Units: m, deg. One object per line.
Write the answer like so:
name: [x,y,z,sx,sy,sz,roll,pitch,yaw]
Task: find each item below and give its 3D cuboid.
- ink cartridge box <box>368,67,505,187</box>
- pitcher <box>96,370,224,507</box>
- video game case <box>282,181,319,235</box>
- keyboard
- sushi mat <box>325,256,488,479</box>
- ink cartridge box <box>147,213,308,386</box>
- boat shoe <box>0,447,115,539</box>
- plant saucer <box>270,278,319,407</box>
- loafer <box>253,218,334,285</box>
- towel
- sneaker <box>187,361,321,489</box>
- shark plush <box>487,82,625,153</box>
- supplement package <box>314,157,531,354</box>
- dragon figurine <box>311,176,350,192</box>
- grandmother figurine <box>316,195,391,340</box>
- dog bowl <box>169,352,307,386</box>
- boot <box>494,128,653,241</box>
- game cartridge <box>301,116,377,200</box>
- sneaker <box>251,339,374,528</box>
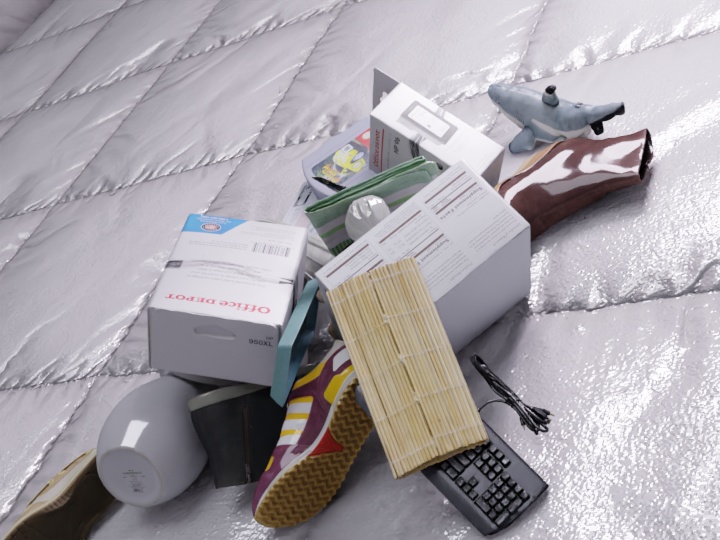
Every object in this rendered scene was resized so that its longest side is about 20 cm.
ink cartridge box: [0.074,-0.149,1.416,0.199,0.116,0.068,35,65,18]
pitcher: [-0.196,0.172,1.300,0.169,0.123,0.200,-9,24,23]
video game case: [-0.029,-0.062,1.548,0.179,0.046,0.201,-11,36,32]
keyboard: [0.098,0.139,1.068,0.127,0.021,0.200,-40,62,-13]
sushi mat: [0.042,0.087,1.079,0.095,0.012,0.202,-21,65,-1]
ink cartridge box: [-0.143,0.028,1.265,0.142,0.085,0.201,7,32,2]
boat shoe: [-0.348,0.283,1.324,0.200,0.074,0.066,-42,19,-21]
plant saucer: [-0.067,0.071,1.221,0.019,0.071,0.200,10,20,3]
loafer: [-0.082,-0.015,1.416,0.199,0.070,0.070,21,82,50]
towel: [0.040,-0.039,1.299,0.151,0.200,0.024,-23,53,7]
sneaker: [-0.085,0.167,1.255,0.198,0.108,0.075,-14,-6,-23]
shark plush: [0.245,-0.199,1.458,0.091,0.084,0.199,-40,31,-15]
supplement package: [0.071,0.015,1.204,0.199,0.156,0.111,-37,64,-11]
dragon figurine: [0.041,-0.077,1.409,0.099,0.200,0.059,-46,-1,39]
grandmother figurine: [0.000,0.000,1.272,0.060,0.201,0.121,37,52,25]
dog bowl: [-0.152,0.065,1.367,0.197,0.059,0.201,5,22,-2]
boot: [0.241,-0.094,1.317,0.165,0.073,0.201,-11,32,35]
game cartridge: [-0.006,-0.140,1.563,0.133,0.041,0.200,-38,31,-4]
sneaker: [-0.049,0.167,1.165,0.201,0.075,0.090,-53,35,5]
